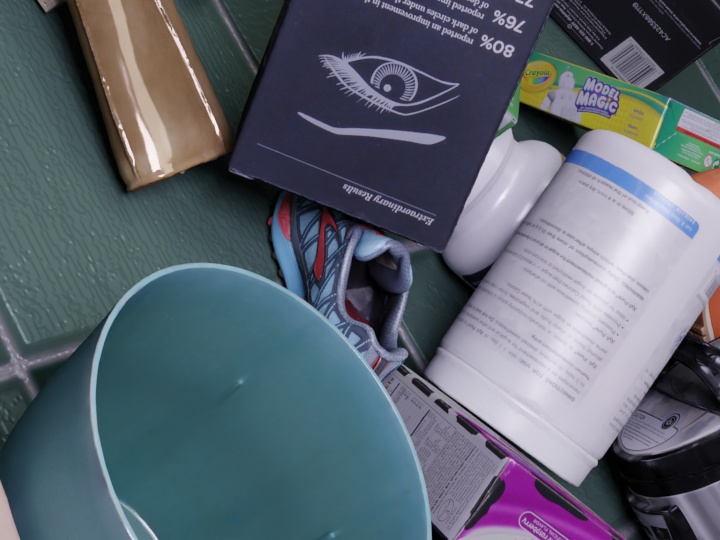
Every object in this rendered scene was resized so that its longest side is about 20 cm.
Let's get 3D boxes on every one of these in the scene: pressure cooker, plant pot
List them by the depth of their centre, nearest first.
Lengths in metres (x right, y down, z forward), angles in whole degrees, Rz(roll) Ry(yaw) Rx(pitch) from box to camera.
[{"bbox_3d":[-0.090,0.124,0.819,0.199,0.161,0.202,28,43,-30],"label":"plant pot"},{"bbox_3d":[0.276,0.130,1.209,0.201,0.175,0.179,56,40,-13],"label":"pressure cooker"}]

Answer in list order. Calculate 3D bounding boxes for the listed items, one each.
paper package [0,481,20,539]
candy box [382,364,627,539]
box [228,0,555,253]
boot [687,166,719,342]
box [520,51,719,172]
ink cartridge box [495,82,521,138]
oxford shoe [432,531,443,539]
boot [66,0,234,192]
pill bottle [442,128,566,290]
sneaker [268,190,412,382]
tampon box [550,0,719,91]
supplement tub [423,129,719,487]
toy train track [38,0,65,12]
[{"bbox_3d":[-0.215,0.192,0.672,0.199,0.103,0.192,-4,64,-51],"label":"paper package"},{"bbox_3d":[0.081,0.136,1.000,0.136,0.061,0.200,37,0,-21],"label":"candy box"},{"bbox_3d":[0.021,-0.137,1.034,0.147,0.202,0.105,22,21,-8],"label":"box"},{"bbox_3d":[0.277,0.001,1.325,0.107,0.201,0.075,-34,48,-21],"label":"boot"},{"bbox_3d":[0.207,-0.127,1.373,0.117,0.049,0.199,17,6,-41],"label":"box"},{"bbox_3d":[0.042,-0.156,1.213,0.083,0.146,0.201,37,40,-24],"label":"ink cartridge box"},{"bbox_3d":[0.001,0.186,0.951,0.085,0.073,0.200,52,34,5],"label":"oxford shoe"},{"bbox_3d":[-0.128,-0.164,1.075,0.175,0.066,0.202,-28,96,-50],"label":"boot"},{"bbox_3d":[0.129,-0.020,1.227,0.200,0.115,0.116,39,38,-20],"label":"pill bottle"},{"bbox_3d":[0.000,0.000,1.079,0.079,0.095,0.202,27,44,-34],"label":"sneaker"},{"bbox_3d":[0.269,-0.289,1.597,0.150,0.126,0.201,43,36,-16],"label":"tampon box"},{"bbox_3d":[0.146,0.023,1.110,0.131,0.201,0.132,36,-2,2],"label":"supplement tub"},{"bbox_3d":[-0.158,-0.215,1.136,0.115,0.032,0.200,56,41,-9],"label":"toy train track"}]
